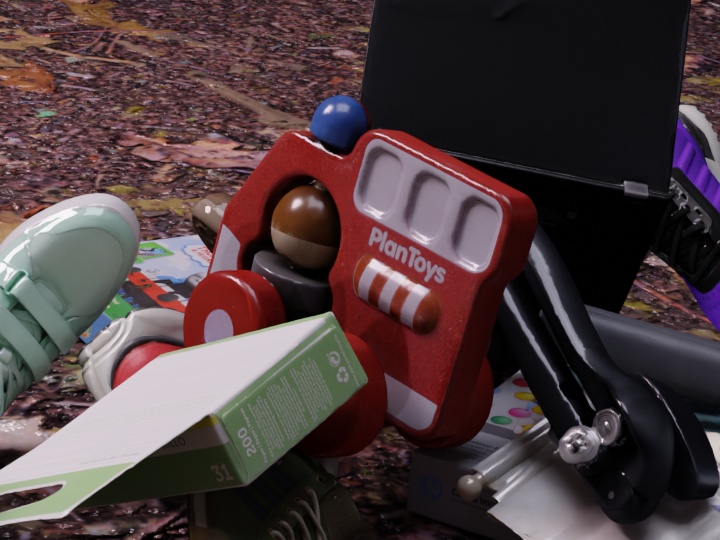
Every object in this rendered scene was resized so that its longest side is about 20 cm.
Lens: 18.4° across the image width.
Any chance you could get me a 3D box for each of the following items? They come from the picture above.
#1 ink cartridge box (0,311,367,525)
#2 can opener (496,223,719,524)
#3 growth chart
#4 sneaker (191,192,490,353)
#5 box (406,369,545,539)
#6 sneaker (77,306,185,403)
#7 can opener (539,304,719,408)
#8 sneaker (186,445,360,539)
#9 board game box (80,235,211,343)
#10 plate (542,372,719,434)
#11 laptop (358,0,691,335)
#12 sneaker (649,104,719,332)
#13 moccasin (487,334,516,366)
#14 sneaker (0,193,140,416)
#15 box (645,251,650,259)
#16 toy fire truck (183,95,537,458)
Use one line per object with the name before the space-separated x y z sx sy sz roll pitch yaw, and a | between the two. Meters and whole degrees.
ink cartridge box | -0.110 0.093 1.098 0.145 0.048 0.200 -14 18 45
can opener | 0.112 0.051 1.185 0.078 0.063 0.200 20 30 -52
growth chart | 0.148 0.129 1.159 0.144 0.018 0.200 -23 40 -24
sneaker | -0.009 0.003 1.363 0.200 0.076 0.070 37 -16 -5
box | 0.140 0.108 1.284 0.155 0.041 0.200 16 22 25
sneaker | -0.082 0.076 1.295 0.199 0.077 0.085 3 57 -49
can opener | 0.199 0.040 1.244 0.199 0.067 0.053 16 6 2
sneaker | -0.044 0.129 1.145 0.089 0.068 0.200 -2 18 -3
board game box | -0.096 0.017 1.479 0.199 0.037 0.151 -7 23 -30
plate | 0.204 0.078 1.288 0.199 0.026 0.200 5 22 -2
laptop | 0.081 -0.075 1.305 0.186 0.201 0.116 11 41 -8
sneaker | 0.198 -0.027 1.380 0.099 0.070 0.201 9 41 -40
moccasin | 0.070 0.021 1.451 0.200 0.074 0.078 -5 20 -26
sneaker | -0.189 0.049 1.220 0.200 0.074 0.118 -42 29 1
box | 0.115 -0.035 1.402 0.199 0.042 0.039 3 30 -45
toy fire truck | 0.000 0.000 1.207 0.112 0.169 0.200 1 23 -46
